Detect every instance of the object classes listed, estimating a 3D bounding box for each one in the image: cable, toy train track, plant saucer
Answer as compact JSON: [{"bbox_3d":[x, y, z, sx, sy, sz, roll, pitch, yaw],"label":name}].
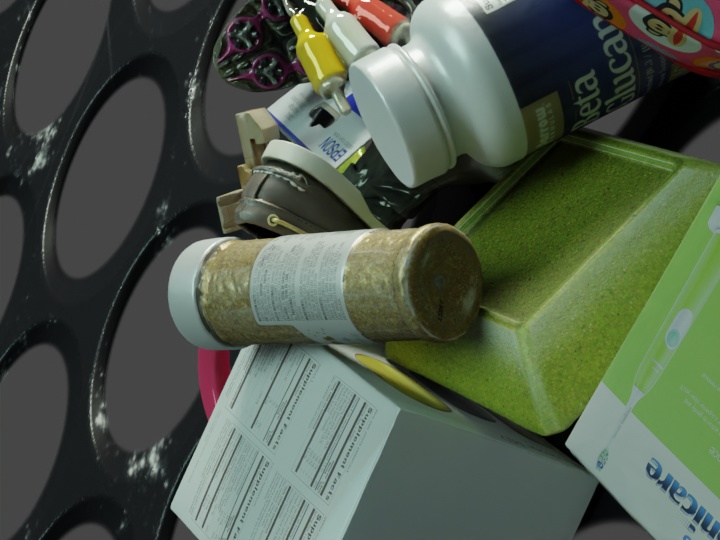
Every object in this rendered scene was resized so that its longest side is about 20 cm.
[{"bbox_3d":[-0.036,-0.186,1.465,0.097,0.200,0.050,-37,-18,-18],"label":"cable"},{"bbox_3d":[-0.042,-0.005,1.459,0.032,0.115,0.201,-7,98,26],"label":"toy train track"},{"bbox_3d":[0.115,-0.012,1.321,0.200,0.048,0.200,-45,28,-12],"label":"plant saucer"}]

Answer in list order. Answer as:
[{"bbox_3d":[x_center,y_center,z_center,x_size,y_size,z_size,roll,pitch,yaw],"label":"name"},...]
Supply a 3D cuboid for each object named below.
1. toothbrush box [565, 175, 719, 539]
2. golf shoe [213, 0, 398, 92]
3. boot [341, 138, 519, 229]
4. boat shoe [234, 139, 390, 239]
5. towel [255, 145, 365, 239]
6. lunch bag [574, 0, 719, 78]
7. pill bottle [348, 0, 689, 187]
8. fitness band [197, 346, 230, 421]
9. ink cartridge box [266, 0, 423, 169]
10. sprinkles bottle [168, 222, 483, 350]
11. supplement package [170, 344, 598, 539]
[{"bbox_3d":[0.214,0.052,1.134,0.146,0.086,0.200,46,114,44],"label":"toothbrush box"},{"bbox_3d":[-0.017,-0.183,1.546,0.200,0.073,0.092,-35,12,-13],"label":"golf shoe"},{"bbox_3d":[0.038,-0.052,1.506,0.131,0.068,0.200,-49,23,-3],"label":"boot"},{"bbox_3d":[0.000,0.000,1.428,0.072,0.200,0.060,8,61,53],"label":"boat shoe"},{"bbox_3d":[-0.028,0.011,1.648,0.144,0.023,0.200,-44,39,38],"label":"towel"},{"bbox_3d":[0.188,-0.225,1.270,0.200,0.176,0.082,-58,-5,-6],"label":"lunch bag"},{"bbox_3d":[0.099,-0.129,1.348,0.200,0.111,0.111,-28,32,-9],"label":"pill bottle"},{"bbox_3d":[-0.046,0.061,1.566,0.200,0.037,0.144,-38,79,44],"label":"fitness band"},{"bbox_3d":[0.041,-0.138,1.502,0.200,0.047,0.198,-44,21,1],"label":"ink cartridge box"},{"bbox_3d":[-0.024,0.011,1.320,0.200,0.068,0.068,-3,68,44],"label":"sprinkles bottle"},{"bbox_3d":[0.010,0.136,1.378,0.200,0.152,0.151,35,102,60],"label":"supplement package"}]
